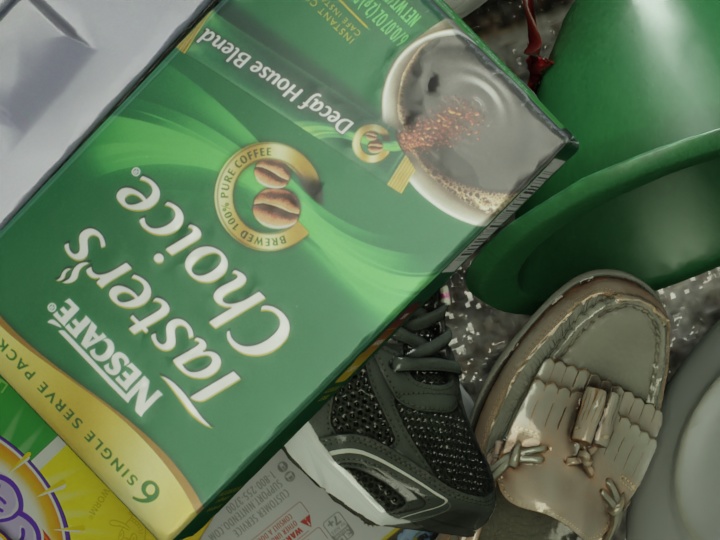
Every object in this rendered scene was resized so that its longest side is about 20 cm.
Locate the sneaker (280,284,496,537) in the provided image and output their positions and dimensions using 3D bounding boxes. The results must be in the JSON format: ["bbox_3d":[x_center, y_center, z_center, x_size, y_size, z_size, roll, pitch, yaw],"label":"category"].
[{"bbox_3d":[0.000,0.000,1.074,0.086,0.080,0.200,-41,66,30],"label":"sneaker"}]

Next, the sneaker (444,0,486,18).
[{"bbox_3d":[0.062,-0.155,1.119,0.200,0.099,0.078,-32,93,2],"label":"sneaker"}]

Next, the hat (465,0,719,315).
[{"bbox_3d":[0.093,-0.100,1.109,0.165,0.200,0.176,-15,73,-16],"label":"hat"}]

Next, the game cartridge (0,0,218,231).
[{"bbox_3d":[-0.139,-0.092,1.043,0.130,0.038,0.200,42,85,-4],"label":"game cartridge"}]

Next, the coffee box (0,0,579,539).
[{"bbox_3d":[-0.036,-0.015,1.019,0.200,0.044,0.123,-44,86,8],"label":"coffee box"}]

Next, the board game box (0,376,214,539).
[{"bbox_3d":[-0.138,0.084,1.059,0.153,0.040,0.200,33,68,-3],"label":"board game box"}]

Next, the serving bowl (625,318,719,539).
[{"bbox_3d":[0.169,0.076,1.089,0.066,0.200,0.200,29,95,-37],"label":"serving bowl"}]

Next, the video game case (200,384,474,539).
[{"bbox_3d":[-0.014,0.141,1.147,0.200,0.023,0.182,-39,106,-10],"label":"video game case"}]

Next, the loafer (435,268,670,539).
[{"bbox_3d":[0.064,0.098,1.103,0.072,0.063,0.200,25,101,-18],"label":"loafer"}]
